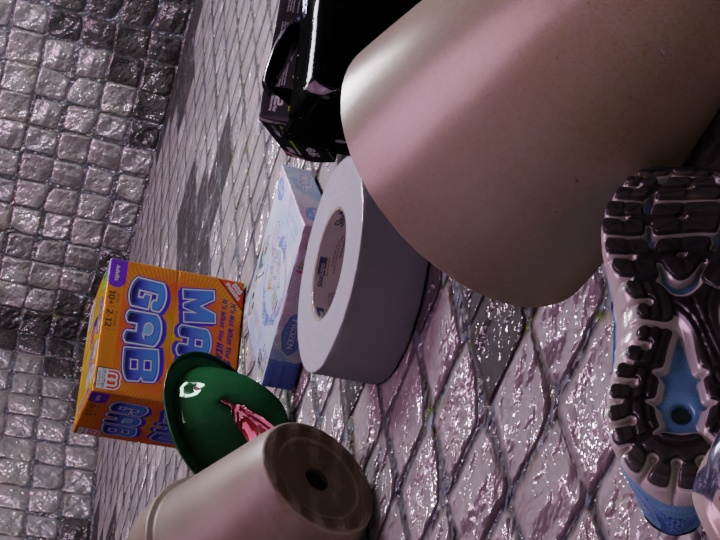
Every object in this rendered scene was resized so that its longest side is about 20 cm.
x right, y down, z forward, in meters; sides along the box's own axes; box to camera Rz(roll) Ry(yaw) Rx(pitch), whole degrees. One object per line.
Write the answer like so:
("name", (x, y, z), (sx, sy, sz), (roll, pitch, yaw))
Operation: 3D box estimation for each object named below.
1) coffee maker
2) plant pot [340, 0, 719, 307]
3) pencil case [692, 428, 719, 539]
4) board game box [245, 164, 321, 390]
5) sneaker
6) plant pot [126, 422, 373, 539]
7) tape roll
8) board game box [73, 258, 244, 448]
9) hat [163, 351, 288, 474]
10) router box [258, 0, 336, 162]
("coffee maker", (0.008, -0.234, 1.294), (0.191, 0.134, 0.202), (-15, 64, 47))
("plant pot", (0.118, -0.114, 0.718), (0.200, 0.186, 0.189), (-45, 35, 40))
("pencil case", (0.192, 0.036, 0.473), (0.078, 0.089, 0.201), (-50, -16, -49))
("board game box", (-0.085, 0.004, 1.577), (0.200, 0.043, 0.201), (-113, 35, -64))
("sneaker", (0.149, 0.034, 0.641), (0.090, 0.077, 0.201), (78, -156, -51))
("plant pot", (-0.084, 0.234, 1.192), (0.174, 0.199, 0.201), (-50, 29, 31))
("tape roll", (0.000, 0.000, 1.232), (0.200, 0.065, 0.203), (-170, 90, -75))
("board game box", (-0.295, 0.128, 1.956), (0.200, 0.198, 0.202), (130, 148, -60))
("hat", (-0.101, 0.149, 1.500), (0.175, 0.165, 0.202), (-31, 73, 32))
("router box", (-0.052, -0.234, 1.476), (0.150, 0.061, 0.202), (52, -134, -77))
